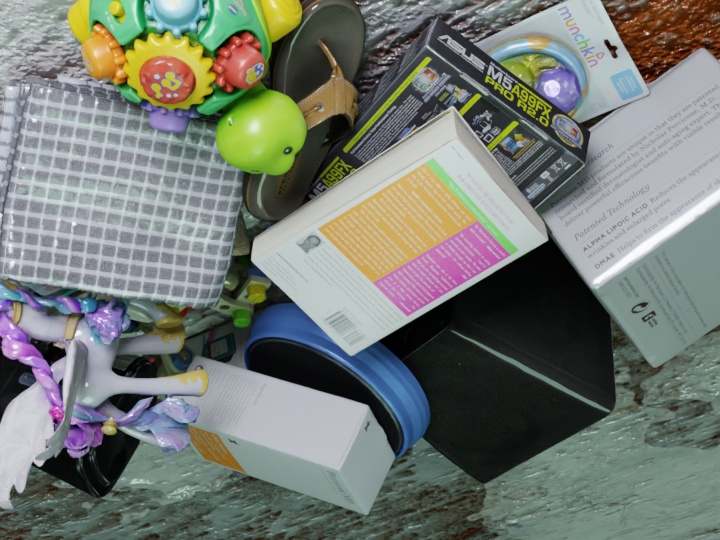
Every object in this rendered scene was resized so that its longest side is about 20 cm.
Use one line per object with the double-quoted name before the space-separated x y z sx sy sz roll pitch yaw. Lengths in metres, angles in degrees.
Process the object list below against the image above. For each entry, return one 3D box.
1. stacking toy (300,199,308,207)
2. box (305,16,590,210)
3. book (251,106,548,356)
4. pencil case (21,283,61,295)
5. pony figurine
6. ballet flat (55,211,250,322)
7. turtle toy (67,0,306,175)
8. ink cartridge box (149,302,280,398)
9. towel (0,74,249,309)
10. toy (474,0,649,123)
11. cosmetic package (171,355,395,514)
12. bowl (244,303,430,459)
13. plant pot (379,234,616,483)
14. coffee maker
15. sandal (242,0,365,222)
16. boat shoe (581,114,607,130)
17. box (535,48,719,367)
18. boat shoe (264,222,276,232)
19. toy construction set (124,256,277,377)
"stacking toy" -0.037 -0.023 1.144 0.085 0.085 0.200 -14 143 11
"box" 0.064 -0.088 0.996 0.160 0.044 0.200 34 133 -13
"book" 0.031 -0.022 0.971 0.200 0.048 0.134 -31 121 21
"pencil case" -0.295 -0.019 1.088 0.200 0.083 0.091 -22 141 23
"pony figurine" -0.230 0.092 1.006 0.200 0.193 0.166 17 144 -33
"ballet flat" -0.187 0.007 1.109 0.200 0.067 0.068 -28 -172 15
"turtle toy" -0.114 -0.150 0.868 0.146 0.101 0.200 -28 128 30
"ink cartridge box" -0.137 0.116 1.352 0.200 0.067 0.116 -23 145 25
"towel" -0.193 -0.061 0.972 0.200 0.086 0.166 8 107 -23
"toy" 0.124 -0.136 0.995 0.200 0.047 0.115 -19 132 26
"cosmetic package" -0.078 0.158 1.168 0.200 0.071 0.101 12 150 27
"bowl" -0.028 0.115 1.187 0.200 0.039 0.201 25 147 17
"plant pot" 0.119 0.065 1.220 0.177 0.200 0.200 27 137 -24
"coffee maker" -0.323 0.144 1.182 0.200 0.192 0.135 20 172 17
"sandal" -0.038 -0.118 0.947 0.082 0.055 0.200 -2 123 -44
"boat shoe" 0.139 -0.080 1.089 0.200 0.066 0.074 -19 147 19
"box" 0.277 -0.048 1.056 0.200 0.131 0.199 -36 144 9
"boat shoe" 0.000 0.000 1.092 0.200 0.069 0.084 -3 120 -37
"toy construction set" -0.171 0.037 1.207 0.131 0.092 0.200 17 130 -34
